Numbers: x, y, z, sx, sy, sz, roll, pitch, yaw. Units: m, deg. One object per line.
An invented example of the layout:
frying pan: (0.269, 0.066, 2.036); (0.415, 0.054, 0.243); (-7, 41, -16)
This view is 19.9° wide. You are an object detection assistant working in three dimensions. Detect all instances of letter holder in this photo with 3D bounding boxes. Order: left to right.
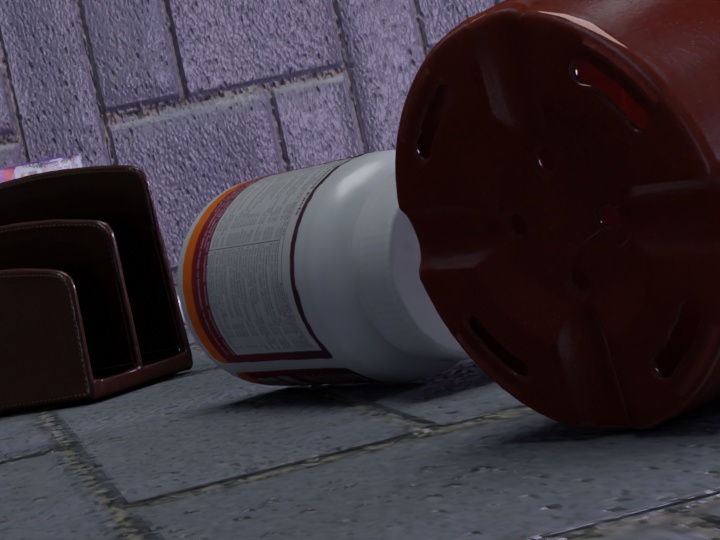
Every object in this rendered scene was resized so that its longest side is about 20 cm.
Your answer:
letter holder: (-0.226, 0.015, 1.310); (0.200, 0.142, 0.101); (-10, 4, 34)

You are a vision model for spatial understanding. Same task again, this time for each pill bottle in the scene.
pill bottle: (0.000, 0.000, 0.992); (0.109, 0.110, 0.200); (-14, 4, -31)

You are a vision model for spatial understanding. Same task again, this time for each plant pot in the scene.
plant pot: (0.130, -0.045, 0.734); (0.195, 0.201, 0.201); (-25, 11, -39)

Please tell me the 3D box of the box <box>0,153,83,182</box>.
box: (-0.448, -0.057, 2.944); (0.137, 0.200, 0.039); (-13, 5, -28)

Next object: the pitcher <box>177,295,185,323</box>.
pitcher: (-0.243, 0.022, 1.683); (0.200, 0.122, 0.171); (2, -11, 31)
